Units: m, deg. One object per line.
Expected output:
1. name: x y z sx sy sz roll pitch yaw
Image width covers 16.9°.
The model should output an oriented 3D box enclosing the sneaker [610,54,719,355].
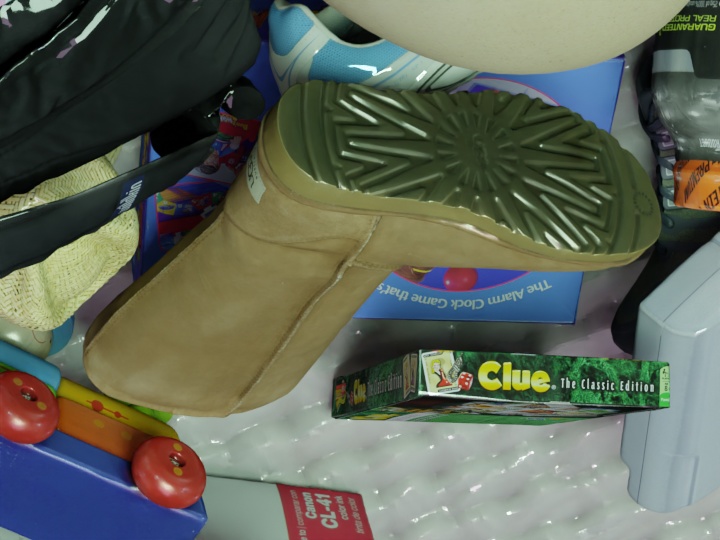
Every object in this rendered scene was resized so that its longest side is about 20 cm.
1. sneaker: 0.150 -0.054 1.064 0.080 0.074 0.201 20 111 -9

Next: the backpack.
1. backpack: -0.140 -0.080 0.828 0.199 0.127 0.167 -30 155 -11

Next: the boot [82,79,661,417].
1. boot: 0.000 0.000 0.978 0.174 0.067 0.200 13 147 -20

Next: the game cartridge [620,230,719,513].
1. game cartridge: 0.197 0.011 1.057 0.199 0.041 0.134 -31 138 -27

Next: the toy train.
1. toy train: -0.095 0.083 1.069 0.199 0.116 0.085 25 125 -19

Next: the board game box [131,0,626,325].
1. board game box: 0.004 -0.047 1.051 0.198 0.045 0.135 2 121 -10

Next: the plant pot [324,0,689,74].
1. plant pot: 0.059 -0.148 0.865 0.199 0.201 0.135 -25 143 7

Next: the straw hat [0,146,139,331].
1. straw hat: -0.134 -0.024 0.961 0.201 0.085 0.202 -34 151 -22

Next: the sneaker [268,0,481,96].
1. sneaker: 0.052 -0.119 0.970 0.199 0.072 0.073 -31 124 -19

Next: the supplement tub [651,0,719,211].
1. supplement tub: 0.178 -0.121 0.946 0.122 0.122 0.202 5 93 -12

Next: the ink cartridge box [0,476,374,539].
1. ink cartridge box: -0.103 0.173 1.145 0.198 0.086 0.148 10 120 -13

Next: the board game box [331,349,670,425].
1. board game box: 0.054 0.052 1.045 0.104 0.200 0.024 1 84 -11
